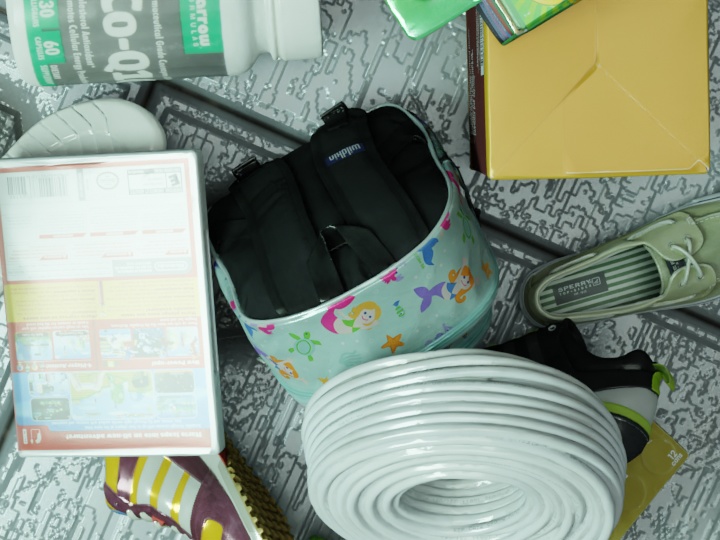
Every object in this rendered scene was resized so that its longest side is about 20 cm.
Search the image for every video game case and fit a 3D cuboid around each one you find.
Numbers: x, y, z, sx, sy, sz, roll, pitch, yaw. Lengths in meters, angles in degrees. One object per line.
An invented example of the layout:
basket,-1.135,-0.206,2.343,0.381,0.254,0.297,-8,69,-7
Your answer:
video game case,-0.165,0.023,1.188,0.143,0.017,0.201,-2,98,13

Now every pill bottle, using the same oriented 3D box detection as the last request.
pill bottle,-0.127,-0.183,1.195,0.199,0.113,0.113,-4,95,0

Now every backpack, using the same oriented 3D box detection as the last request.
backpack,0.000,0.000,1.172,0.177,0.200,0.151,-30,115,1

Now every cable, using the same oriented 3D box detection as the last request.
cable,0.062,0.122,1.106,0.199,0.200,0.069,0,56,7

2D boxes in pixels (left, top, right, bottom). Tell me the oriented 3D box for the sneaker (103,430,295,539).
sneaker,-0.120,0.155,1.229,0.090,0.075,0.200,-38,66,5

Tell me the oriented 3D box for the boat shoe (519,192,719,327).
boat shoe,0.208,0.000,1.241,0.200,0.062,0.072,-21,95,1

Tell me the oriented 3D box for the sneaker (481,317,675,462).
sneaker,0.121,0.072,1.215,0.200,0.072,0.083,12,70,37

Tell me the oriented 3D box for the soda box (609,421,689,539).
soda box,0.129,0.177,1.231,0.068,0.064,0.200,43,77,-4

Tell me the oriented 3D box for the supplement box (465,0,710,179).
supplement box,0.138,-0.159,1.156,0.132,0.200,0.198,-2,95,0

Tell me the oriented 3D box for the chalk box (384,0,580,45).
chalk box,0.096,-0.204,0.989,0.200,0.124,0.125,-32,94,2

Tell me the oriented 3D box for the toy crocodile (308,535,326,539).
toy crocodile,0.000,0.238,1.267,0.200,0.062,0.068,31,94,-8

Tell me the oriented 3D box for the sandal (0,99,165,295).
sandal,-0.215,-0.048,1.236,0.202,0.050,0.083,-34,80,15
